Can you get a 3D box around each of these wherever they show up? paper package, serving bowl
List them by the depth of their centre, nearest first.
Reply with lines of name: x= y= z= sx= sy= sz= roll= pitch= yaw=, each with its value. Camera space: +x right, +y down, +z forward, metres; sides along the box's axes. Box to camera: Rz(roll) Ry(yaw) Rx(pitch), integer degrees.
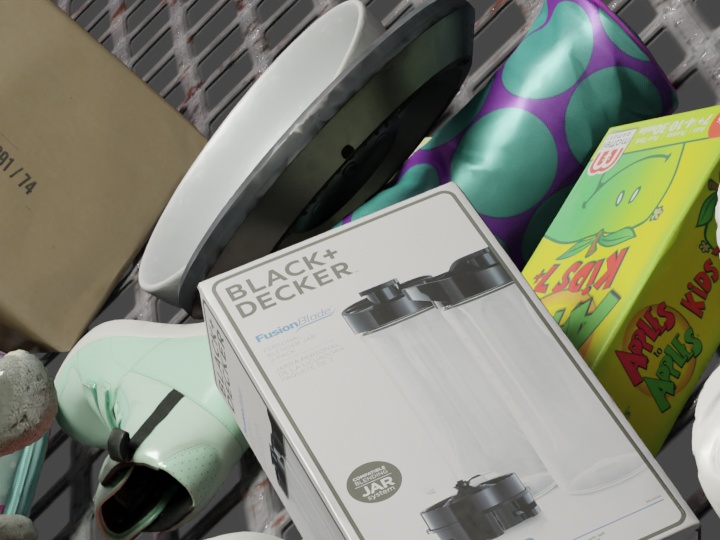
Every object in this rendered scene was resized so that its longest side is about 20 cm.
serving bowl: x=-0.038 y=-0.052 z=1.437 sx=0.200 sy=0.066 sz=0.200 roll=-48 pitch=15 yaw=17
paper package: x=-0.233 y=-0.071 z=1.675 sx=0.191 sy=0.200 sz=0.103 roll=-57 pitch=22 yaw=-20

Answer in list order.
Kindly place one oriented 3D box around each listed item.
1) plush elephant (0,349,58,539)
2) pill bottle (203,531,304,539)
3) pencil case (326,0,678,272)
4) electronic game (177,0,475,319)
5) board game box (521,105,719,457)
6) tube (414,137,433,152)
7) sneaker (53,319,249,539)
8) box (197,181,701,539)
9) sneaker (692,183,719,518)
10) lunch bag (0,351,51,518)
plush elephant: x=-0.227 y=0.148 z=1.311 sx=0.199 sy=0.166 sz=0.155 roll=-16 pitch=-6 yaw=0
pill bottle: x=-0.060 y=0.168 z=1.042 sx=0.199 sy=0.114 sz=0.115 roll=-21 pitch=33 yaw=37
pencil case: x=0.058 y=-0.042 z=1.218 sx=0.200 sy=0.085 sz=0.092 roll=-45 pitch=55 yaw=5
electronic game: x=-0.015 y=-0.054 z=1.234 sx=0.200 sy=0.042 sz=0.200 roll=-47 pitch=-7 yaw=-7
board game box: x=0.102 y=0.025 z=1.074 sx=0.101 sy=0.048 sz=0.200 roll=-8 pitch=45 yaw=59
tube: x=0.000 y=0.000 z=1.314 sx=0.200 sy=0.058 sz=0.052 roll=-56 pitch=-11 yaw=-31
sneaker: x=-0.127 y=0.088 z=1.361 sx=0.200 sy=0.074 sz=0.118 roll=-14 pitch=32 yaw=51
box: x=0.029 y=0.066 z=0.958 sx=0.116 sy=0.060 sz=0.200 roll=-21 pitch=46 yaw=-12
sneaker: x=0.182 y=0.011 z=0.925 sx=0.099 sy=0.078 sz=0.201 roll=-23 pitch=41 yaw=35
lunch bag: x=-0.243 y=0.123 z=1.488 sx=0.200 sy=0.077 sz=0.161 roll=-169 pitch=93 yaw=-70
